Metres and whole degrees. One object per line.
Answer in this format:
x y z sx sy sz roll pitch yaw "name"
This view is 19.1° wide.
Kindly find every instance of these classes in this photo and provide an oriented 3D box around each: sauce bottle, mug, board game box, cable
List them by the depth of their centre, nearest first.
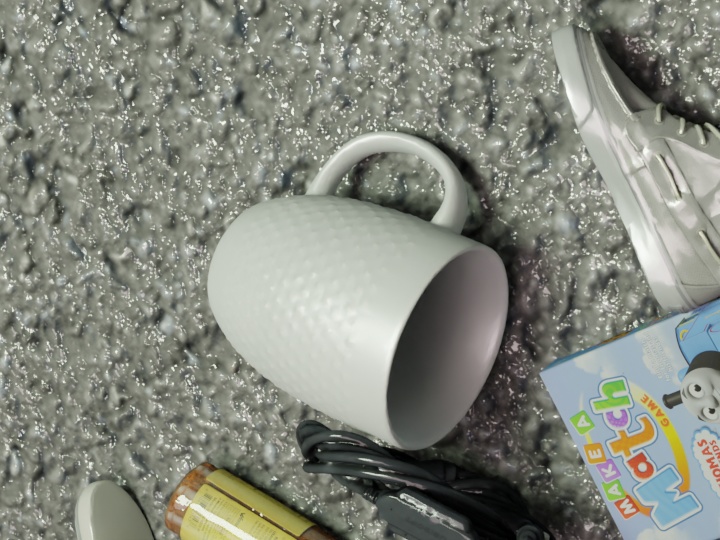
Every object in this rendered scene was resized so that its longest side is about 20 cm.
0.237 0.096 1.410 0.200 0.037 0.151 -26 92 34 "board game box"
0.000 0.000 1.465 0.175 0.148 0.200 22 86 30 "mug"
0.046 0.148 1.466 0.200 0.163 0.051 24 98 20 "cable"
-0.052 0.217 1.598 0.200 0.066 0.066 31 119 20 "sauce bottle"

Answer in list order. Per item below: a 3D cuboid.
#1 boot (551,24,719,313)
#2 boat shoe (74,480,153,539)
0.201 -0.079 1.364 0.095 0.074 0.200 -24 93 17 "boot"
-0.194 0.263 1.699 0.068 0.072 0.200 -10 109 32 "boat shoe"
